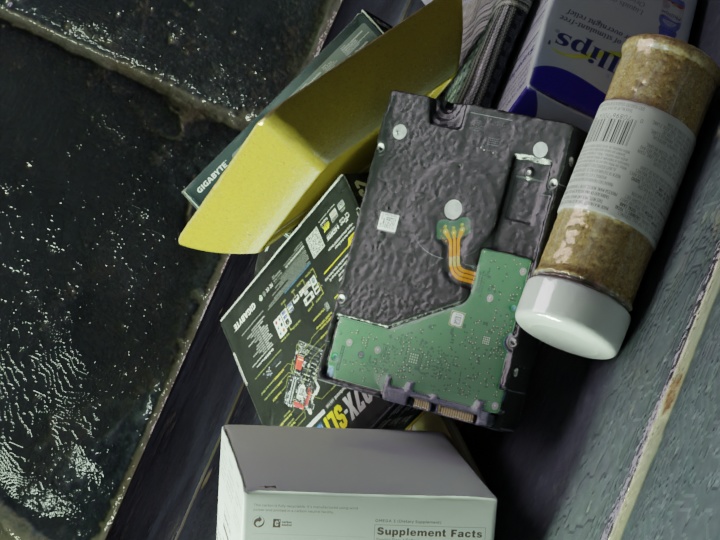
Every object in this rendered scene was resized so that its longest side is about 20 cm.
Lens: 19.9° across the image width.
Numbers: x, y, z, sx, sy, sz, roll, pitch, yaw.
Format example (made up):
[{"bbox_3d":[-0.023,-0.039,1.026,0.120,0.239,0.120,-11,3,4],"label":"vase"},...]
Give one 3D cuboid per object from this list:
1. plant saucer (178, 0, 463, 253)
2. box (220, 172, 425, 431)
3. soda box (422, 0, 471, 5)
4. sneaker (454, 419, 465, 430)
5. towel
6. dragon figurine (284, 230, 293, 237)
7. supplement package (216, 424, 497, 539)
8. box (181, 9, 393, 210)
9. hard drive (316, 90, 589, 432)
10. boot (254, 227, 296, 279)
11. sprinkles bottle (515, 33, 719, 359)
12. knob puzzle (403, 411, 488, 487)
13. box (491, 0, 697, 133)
[{"bbox_3d":[-0.018,-0.091,1.443,0.200,0.048,0.200,-37,-5,-32],"label":"plant saucer"},{"bbox_3d":[-0.013,0.049,1.462,0.200,0.049,0.160,-49,58,43],"label":"box"},{"bbox_3d":[0.103,-0.236,1.762,0.200,0.068,0.064,57,131,33],"label":"soda box"},{"bbox_3d":[0.054,0.103,1.522,0.200,0.078,0.090,-24,72,63],"label":"sneaker"},{"bbox_3d":[0.066,-0.131,1.482,0.200,0.035,0.193,148,145,-76],"label":"towel"},{"bbox_3d":[0.000,0.000,1.562,0.200,0.059,0.100,59,141,39],"label":"dragon figurine"},{"bbox_3d":[-0.009,0.172,1.313,0.200,0.156,0.111,-133,46,-79],"label":"supplement package"},{"bbox_3d":[-0.035,-0.110,1.624,0.200,0.046,0.159,-45,-11,10],"label":"box"},{"bbox_3d":[0.060,-0.007,1.334,0.038,0.140,0.200,19,-95,-59],"label":"hard drive"},{"bbox_3d":[-0.015,-0.012,1.751,0.200,0.068,0.188,-52,-36,-51],"label":"boot"},{"bbox_3d":[0.162,-0.047,1.280,0.200,0.068,0.068,-67,10,-14],"label":"sprinkles bottle"},{"bbox_3d":[0.014,0.133,1.498,0.220,0.030,0.220,5,96,54],"label":"knob puzzle"},{"bbox_3d":[0.146,-0.129,1.456,0.184,0.105,0.200,124,167,-53],"label":"box"}]
